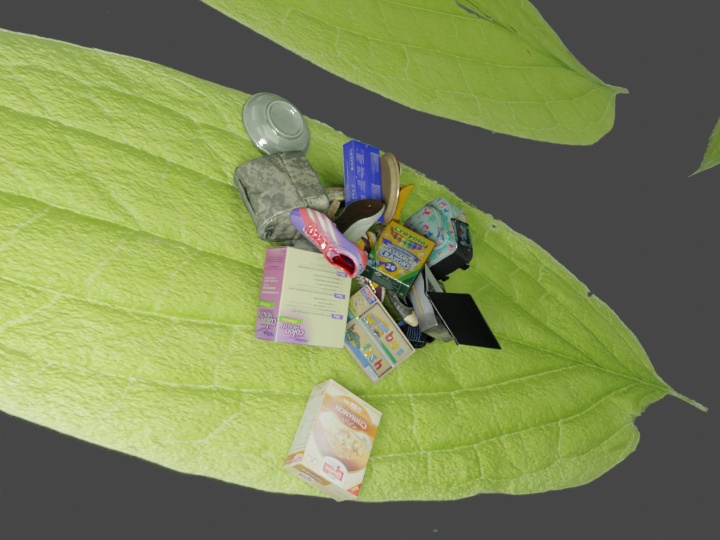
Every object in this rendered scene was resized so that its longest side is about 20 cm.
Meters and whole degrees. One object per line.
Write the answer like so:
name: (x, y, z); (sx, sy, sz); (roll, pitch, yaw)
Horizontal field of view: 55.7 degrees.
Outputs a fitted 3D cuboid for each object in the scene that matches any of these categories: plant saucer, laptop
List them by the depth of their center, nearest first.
laptop: (0.245, 0.083, 1.662); (0.188, 0.115, 0.201); (56, 21, -30)
plant saucer: (-0.201, -0.372, 1.725); (0.199, 0.050, 0.201); (19, 56, -32)

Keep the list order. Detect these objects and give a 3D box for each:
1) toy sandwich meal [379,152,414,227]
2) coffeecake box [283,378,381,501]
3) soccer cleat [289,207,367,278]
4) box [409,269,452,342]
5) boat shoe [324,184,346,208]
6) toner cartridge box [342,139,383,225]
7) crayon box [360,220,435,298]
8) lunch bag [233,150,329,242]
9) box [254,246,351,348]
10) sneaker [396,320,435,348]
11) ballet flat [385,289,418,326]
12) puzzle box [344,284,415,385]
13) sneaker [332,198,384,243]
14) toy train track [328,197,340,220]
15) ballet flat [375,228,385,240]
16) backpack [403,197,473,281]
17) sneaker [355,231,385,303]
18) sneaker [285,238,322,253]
toy sandwich meal: (0.081, -0.203, 1.766); (0.070, 0.205, 0.207); (2, 66, -19)
coffeecake box: (-0.055, 0.361, 1.452); (0.153, 0.073, 0.201); (37, 50, -21)
soccer cleat: (-0.071, -0.061, 1.446); (0.200, 0.067, 0.077); (38, 34, -2)
box: (0.185, 0.091, 1.745); (0.200, 0.048, 0.159); (28, 42, -62)
boat shoe: (-0.073, -0.193, 1.724); (0.199, 0.073, 0.063); (-12, 79, -42)
toner cartridge box: (0.007, -0.220, 1.718); (0.095, 0.043, 0.202); (11, 70, -42)
crayon box: (0.097, -0.039, 1.657); (0.125, 0.052, 0.200); (28, 49, 7)
lunch bag: (-0.186, -0.167, 1.554); (0.167, 0.140, 0.201); (-11, 58, -27)
box: (-0.122, 0.061, 1.490); (0.175, 0.096, 0.202); (10, 83, -36)
sneaker: (0.115, 0.168, 1.698); (0.199, 0.070, 0.078); (-18, 73, -45)
ballet flat: (0.096, 0.046, 1.690); (0.066, 0.057, 0.201); (1, 59, -60)
puzzle box: (0.022, 0.151, 1.607); (0.133, 0.025, 0.200); (-38, 95, -8)
sneaker: (-0.021, -0.101, 1.619); (0.073, 0.085, 0.200); (35, 51, 26)
toy train track: (-0.050, -0.102, 1.693); (0.200, 0.032, 0.115); (33, 85, -39)
ballet flat: (0.091, -0.026, 1.783); (0.075, 0.064, 0.201); (2, 67, -40)
backpack: (0.202, -0.093, 1.834); (0.150, 0.177, 0.201); (26, 47, -31)
sneaker: (0.000, 0.000, 1.679); (0.090, 0.075, 0.202); (0, 74, -38)
sneaker: (-0.118, -0.045, 1.607); (0.199, 0.075, 0.100); (-23, 85, -45)
